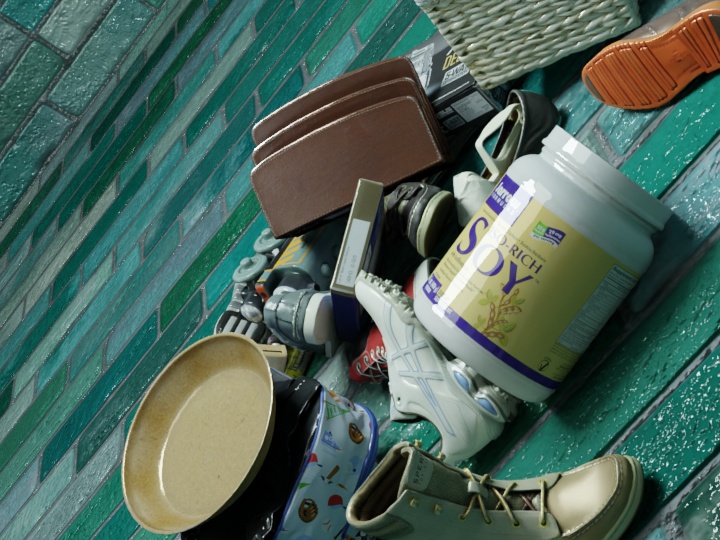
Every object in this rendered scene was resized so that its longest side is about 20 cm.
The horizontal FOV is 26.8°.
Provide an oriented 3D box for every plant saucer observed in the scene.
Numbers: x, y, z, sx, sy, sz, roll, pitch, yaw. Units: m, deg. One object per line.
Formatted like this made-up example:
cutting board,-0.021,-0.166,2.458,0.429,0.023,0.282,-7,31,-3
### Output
plant saucer,-0.144,0.156,1.417,0.200,0.035,0.201,-26,48,33

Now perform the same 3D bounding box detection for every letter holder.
letter holder,-0.020,-0.138,1.621,0.199,0.143,0.101,-24,-2,12

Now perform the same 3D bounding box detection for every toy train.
toy train,-0.062,-0.018,1.720,0.114,0.085,0.200,-10,33,39

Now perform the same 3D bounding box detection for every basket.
basket,0.169,-0.322,1.567,0.199,0.161,0.199,-21,37,22

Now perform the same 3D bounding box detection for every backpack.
backpack,-0.058,0.202,1.442,0.200,0.154,0.191,0,69,57

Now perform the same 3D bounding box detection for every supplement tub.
supplement tub,0.155,-0.006,1.279,0.200,0.145,0.145,-54,23,9

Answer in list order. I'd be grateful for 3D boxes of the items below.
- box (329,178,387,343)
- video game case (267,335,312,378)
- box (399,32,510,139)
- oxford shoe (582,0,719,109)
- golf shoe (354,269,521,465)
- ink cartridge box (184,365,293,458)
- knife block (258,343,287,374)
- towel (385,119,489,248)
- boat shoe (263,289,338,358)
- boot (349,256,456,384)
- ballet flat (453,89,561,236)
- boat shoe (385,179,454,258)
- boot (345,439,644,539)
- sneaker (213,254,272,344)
box,0.000,0.000,1.584,0.200,0.032,0.122,82,-158,-69
video game case,-0.120,0.124,1.829,0.200,0.025,0.181,-14,48,60
box,0.090,-0.210,1.731,0.200,0.050,0.158,-25,34,41
oxford shoe,0.288,-0.204,1.387,0.200,0.071,0.073,-17,25,51
golf shoe,0.045,0.087,1.352,0.097,0.078,0.200,-48,63,10
ink cartridge box,-0.107,0.159,1.552,0.042,0.200,0.120,30,87,32
knife block,-0.131,0.179,1.639,0.200,0.064,0.176,140,131,-69
towel,0.071,-0.130,1.773,0.200,0.022,0.147,-53,23,15
boat shoe,-0.057,0.051,1.606,0.200,0.061,0.073,36,-116,-80
boot,0.039,0.091,1.495,0.144,0.072,0.200,-46,17,26
ballet flat,0.134,-0.097,1.537,0.068,0.068,0.201,-2,59,61
boat shoe,0.057,-0.057,1.562,0.200,0.065,0.073,6,-72,-86
boot,0.100,0.174,1.148,0.200,0.154,0.072,-39,29,38
sneaker,-0.129,0.069,1.797,0.200,0.075,0.116,-56,-16,-51
